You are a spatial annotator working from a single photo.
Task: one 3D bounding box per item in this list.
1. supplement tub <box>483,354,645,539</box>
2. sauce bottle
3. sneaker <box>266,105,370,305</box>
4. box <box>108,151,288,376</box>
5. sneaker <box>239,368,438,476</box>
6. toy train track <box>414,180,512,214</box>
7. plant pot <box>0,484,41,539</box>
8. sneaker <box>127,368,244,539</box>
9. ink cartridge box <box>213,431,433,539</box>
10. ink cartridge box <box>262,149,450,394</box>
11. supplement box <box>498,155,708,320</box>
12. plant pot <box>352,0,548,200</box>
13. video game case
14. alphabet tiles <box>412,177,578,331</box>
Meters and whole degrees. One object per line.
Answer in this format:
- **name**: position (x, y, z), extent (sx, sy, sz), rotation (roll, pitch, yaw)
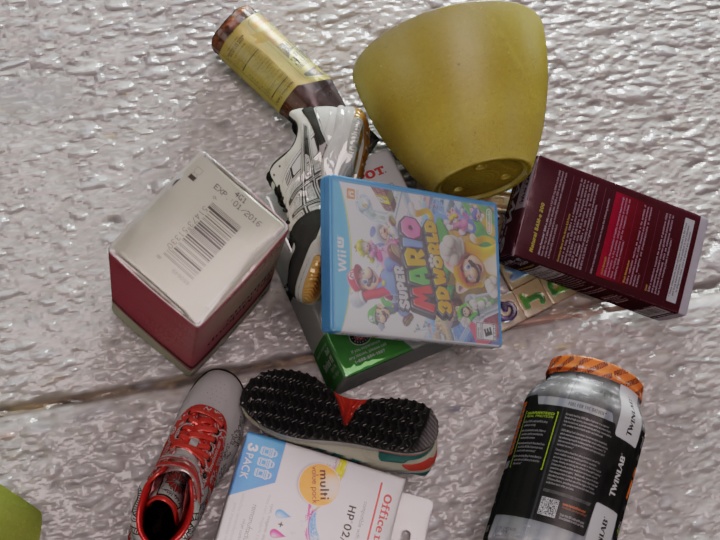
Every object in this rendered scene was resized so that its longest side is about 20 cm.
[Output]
- **supplement tub**: position (0.200, 0.191, 1.309), extent (0.122, 0.123, 0.201), rotation (21, 71, -2)
- **sauce bottle**: position (-0.065, -0.188, 1.416), extent (0.200, 0.066, 0.066), rotation (43, 71, 3)
- **sneaker**: position (-0.050, -0.063, 1.296), extent (0.087, 0.076, 0.202), rotation (8, 67, 11)
- **box**: position (-0.153, 0.000, 1.268), extent (0.109, 0.200, 0.128), rotation (40, 72, 4)
- **sneaker**: position (-0.019, 0.157, 1.307), extent (0.198, 0.094, 0.071), rotation (10, 55, 15)
- **toy train track**: position (0.156, -0.075, 1.425), extent (0.198, 0.033, 0.116), rotation (7, 72, -8)
- **plant pot**: position (-0.386, 0.231, 1.186), extent (0.198, 0.187, 0.189), rotation (17, 70, -19)
- **sneaker**: position (-0.155, 0.176, 1.262), extent (0.067, 0.108, 0.203), rotation (24, 70, -1)
- **ink cartridge box**: position (-0.030, 0.238, 1.285), extent (0.198, 0.068, 0.116), rotation (17, 71, -4)
- **ink cartridge box**: position (0.000, 0.000, 1.356), extent (0.146, 0.083, 0.201), rotation (-22, 77, -16)
- **supplement box**: position (0.246, -0.031, 1.398), extent (0.198, 0.061, 0.110), rotation (20, 78, -13)
- **plant pot**: position (0.103, -0.153, 1.353), extent (0.198, 0.200, 0.143), rotation (-9, 70, -12)
- **video game case**: position (0.050, -0.005, 1.277), extent (0.199, 0.018, 0.145), rotation (7, 76, -34)
- **alphabet tiles**: position (0.139, -0.043, 1.433), extent (0.166, 0.008, 0.201), rotation (-26, 79, -16)
